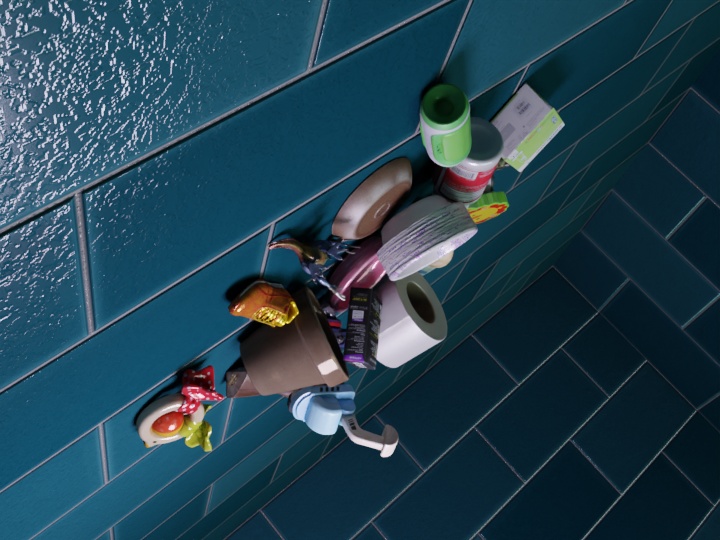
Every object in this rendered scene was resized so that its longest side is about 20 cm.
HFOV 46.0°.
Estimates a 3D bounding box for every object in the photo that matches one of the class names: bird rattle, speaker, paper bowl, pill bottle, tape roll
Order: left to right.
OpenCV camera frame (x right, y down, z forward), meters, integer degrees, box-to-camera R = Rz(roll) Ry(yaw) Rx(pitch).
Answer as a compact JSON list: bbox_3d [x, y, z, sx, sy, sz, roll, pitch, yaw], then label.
[{"bbox_3d":[-0.337,0.274,1.588,0.162,0.113,0.201,-18,152,-23],"label":"bird rattle"},{"bbox_3d":[0.089,0.106,1.975,0.139,0.204,0.202,-33,171,26],"label":"tape roll"},{"bbox_3d":[0.121,-0.072,1.662,0.199,0.105,0.201,-30,173,-4],"label":"paper bowl"},{"bbox_3d":[0.149,-0.246,1.464,0.088,0.089,0.200,-42,165,-3],"label":"speaker"},{"bbox_3d":[0.204,-0.200,1.675,0.112,0.112,0.200,-36,164,-24],"label":"pill bottle"}]

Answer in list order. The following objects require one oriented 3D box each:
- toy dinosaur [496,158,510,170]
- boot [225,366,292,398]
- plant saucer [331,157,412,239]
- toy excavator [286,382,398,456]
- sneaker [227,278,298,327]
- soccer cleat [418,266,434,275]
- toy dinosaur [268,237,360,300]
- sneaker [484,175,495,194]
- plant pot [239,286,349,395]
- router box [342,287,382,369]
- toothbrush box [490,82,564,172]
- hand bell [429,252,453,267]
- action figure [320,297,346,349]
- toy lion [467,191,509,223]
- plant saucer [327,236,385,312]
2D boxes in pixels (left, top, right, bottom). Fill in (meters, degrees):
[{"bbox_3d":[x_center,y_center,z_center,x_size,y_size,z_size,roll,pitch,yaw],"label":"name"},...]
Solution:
[{"bbox_3d":[0.351,-0.266,2.005,0.088,0.048,0.199,-34,173,40],"label":"toy dinosaur"},{"bbox_3d":[-0.172,0.208,1.772,0.198,0.065,0.187,10,128,-37],"label":"boot"},{"bbox_3d":[0.031,-0.123,1.584,0.200,0.037,0.201,-39,164,-13],"label":"plant saucer"},{"bbox_3d":[-0.039,0.300,1.734,0.192,0.201,0.101,1,129,-25],"label":"toy excavator"},{"bbox_3d":[-0.164,0.062,1.497,0.073,0.077,0.200,-46,163,17],"label":"sneaker"},{"bbox_3d":[0.141,-0.017,2.112,0.199,0.070,0.086,-28,169,-32],"label":"soccer cleat"},{"bbox_3d":[-0.074,-0.040,1.508,0.105,0.199,0.181,-54,-160,0],"label":"toy dinosaur"},{"bbox_3d":[0.247,-0.183,1.911,0.089,0.067,0.200,-1,169,1],"label":"sneaker"},{"bbox_3d":[-0.138,0.157,1.660,0.173,0.202,0.200,-24,164,0],"label":"plant pot"},{"bbox_3d":[0.007,0.125,1.781,0.200,0.050,0.151,56,39,-77],"label":"router box"},{"bbox_3d":[0.351,-0.304,1.830,0.146,0.086,0.200,-48,164,14],"label":"toothbrush box"},{"bbox_3d":[0.120,-0.027,1.917,0.199,0.104,0.104,-29,159,-51],"label":"hand bell"},{"bbox_3d":[-0.121,0.141,1.855,0.199,0.105,0.194,19,113,-42],"label":"action figure"},{"bbox_3d":[0.225,-0.126,1.850,0.190,0.069,0.200,-22,167,23],"label":"toy lion"},{"bbox_3d":[0.000,0.000,1.791,0.200,0.051,0.201,-44,167,-13],"label":"plant saucer"}]
